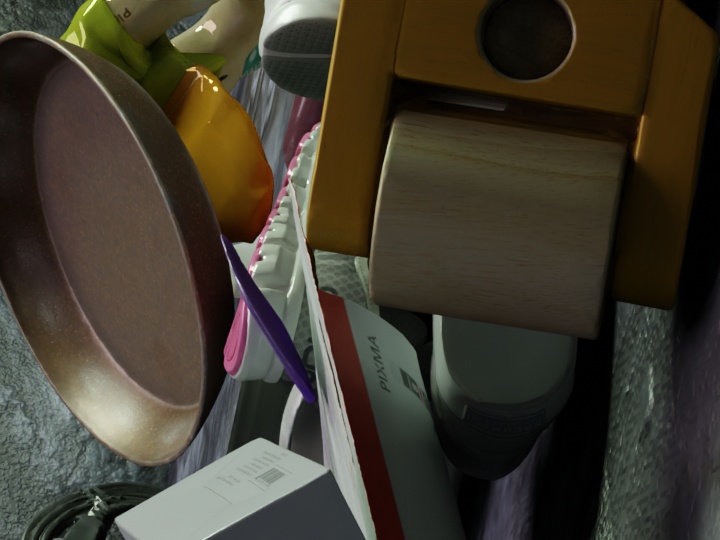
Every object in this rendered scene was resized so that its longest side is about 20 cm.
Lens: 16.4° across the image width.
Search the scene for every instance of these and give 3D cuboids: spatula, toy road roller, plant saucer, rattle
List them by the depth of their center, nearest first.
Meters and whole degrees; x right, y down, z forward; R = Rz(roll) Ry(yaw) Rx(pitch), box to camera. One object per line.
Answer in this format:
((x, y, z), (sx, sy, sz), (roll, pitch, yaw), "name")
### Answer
((0.062, -0.078, 0.868), (0.146, 0.122, 0.201), (37, -117, -82), "toy road roller")
((-0.025, 0.071, 0.968), (0.057, 0.020, 0.201), (-115, 12, -54), "spatula")
((-0.111, -0.013, 1.104), (0.200, 0.034, 0.201), (38, 140, 42), "plant saucer")
((-0.054, -0.076, 1.197), (0.130, 0.143, 0.200), (-54, -16, -4), "rattle")

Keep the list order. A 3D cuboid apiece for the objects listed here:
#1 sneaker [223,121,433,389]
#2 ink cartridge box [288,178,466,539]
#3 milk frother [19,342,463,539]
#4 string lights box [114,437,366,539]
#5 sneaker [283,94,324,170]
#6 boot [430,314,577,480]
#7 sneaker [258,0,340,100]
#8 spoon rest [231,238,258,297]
((0.000, 0.000, 1.065), (0.200, 0.087, 0.074), (-73, 2, -66), "sneaker")
((0.017, 0.083, 0.899), (0.200, 0.057, 0.163), (91, 167, -55), "ink cartridge box")
((-0.055, 0.099, 1.174), (0.181, 0.199, 0.189), (-90, 12, -71), "milk frother")
((0.000, 0.157, 0.785), (0.200, 0.059, 0.103), (64, 168, -7), "string lights box")
((-0.002, -0.137, 1.194), (0.200, 0.090, 0.075), (-62, -17, -10), "sneaker")
((0.056, -0.020, 0.984), (0.096, 0.073, 0.201), (104, 176, -68), "boot")
((0.025, -0.093, 1.036), (0.200, 0.070, 0.081), (36, -134, -56), "sneaker")
((-0.019, -0.078, 1.295), (0.099, 0.061, 0.200), (44, 117, 32), "spoon rest")
